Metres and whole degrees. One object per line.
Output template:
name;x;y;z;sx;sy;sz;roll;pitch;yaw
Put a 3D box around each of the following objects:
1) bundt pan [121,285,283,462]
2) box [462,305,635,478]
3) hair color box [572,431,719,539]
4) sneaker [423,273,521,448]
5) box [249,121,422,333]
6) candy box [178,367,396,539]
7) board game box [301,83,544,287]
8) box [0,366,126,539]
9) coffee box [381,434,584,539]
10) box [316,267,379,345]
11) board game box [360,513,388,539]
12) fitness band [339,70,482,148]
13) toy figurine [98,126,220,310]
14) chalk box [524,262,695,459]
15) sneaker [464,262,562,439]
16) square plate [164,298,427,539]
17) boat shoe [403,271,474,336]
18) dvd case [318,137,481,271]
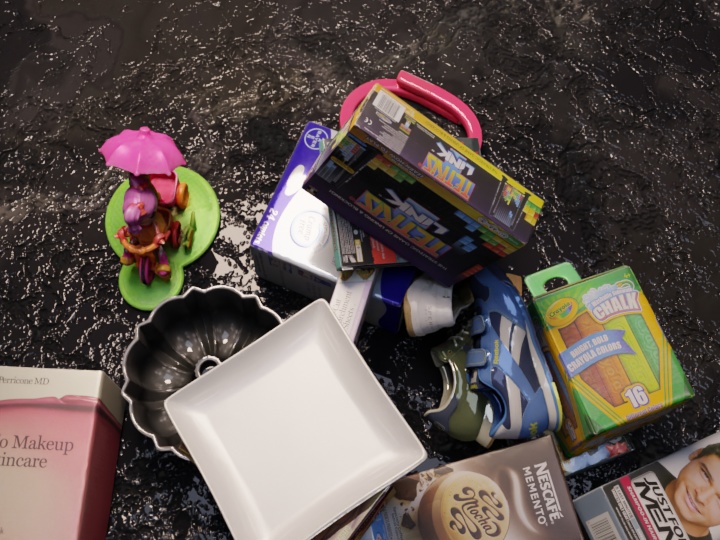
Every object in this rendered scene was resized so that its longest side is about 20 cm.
bundt pan;-0.170;0.126;0.983;0.197;0.076;0.206;0;67;-1
box;0.216;0.142;1.005;0.134;0.040;0.203;-18;69;-7
hair color box;0.335;0.255;0.916;0.197;0.061;0.100;-13;67;-30
sneaker;0.125;0.091;0.967;0.088;0.067;0.204;13;72;1
box;-0.009;-0.053;1.046;0.197;0.105;0.186;21;69;7
candy box;-0.075;0.203;0.869;0.199;0.055;0.116;36;76;20
board game box;0.055;-0.075;0.848;0.198;0.165;0.057;33;64;-10
box;-0.340;0.217;0.925;0.125;0.109;0.204;2;68;0
coffee box;0.127;0.261;0.909;0.196;0.080;0.115;-19;68;7
box;0.000;0.000;0.948;0.041;0.039;0.203;17;69;6
board game box;-0.047;0.276;0.911;0.149;0.036;0.204;-24;67;22
fitness band;0.066;-0.184;1.140;0.198;0.038;0.145;28;73;11
toy figurine;-0.256;-0.078;1.007;0.147;0.185;0.204;6;68;1
chalk box;0.251;0.081;0.942;0.122;0.124;0.203;-19;70;-9
sneaker;0.145;0.083;0.901;0.081;0.074;0.203;-19;78;-3
square plate;-0.066;0.158;0.841;0.196;0.029;0.201;-32;66;-8
boat shoe;0.110;0.015;0.996;0.068;0.072;0.201;-2;29;23
dvd case;0.056;-0.077;0.952;0.196;0.022;0.149;-5;78;-22
